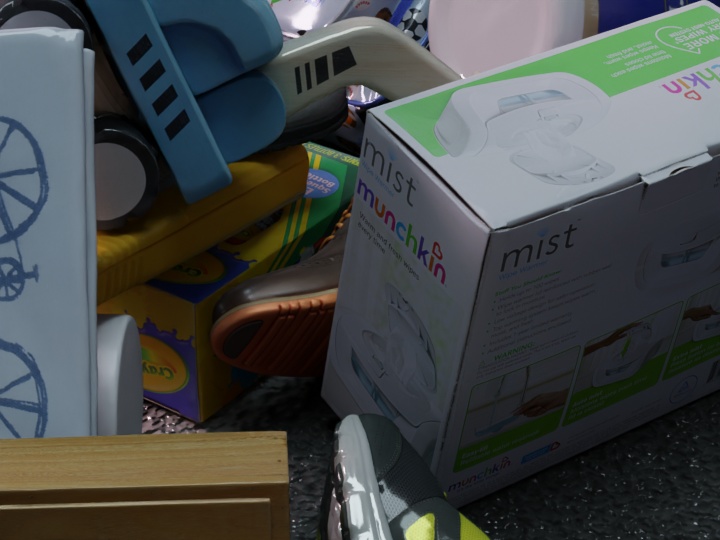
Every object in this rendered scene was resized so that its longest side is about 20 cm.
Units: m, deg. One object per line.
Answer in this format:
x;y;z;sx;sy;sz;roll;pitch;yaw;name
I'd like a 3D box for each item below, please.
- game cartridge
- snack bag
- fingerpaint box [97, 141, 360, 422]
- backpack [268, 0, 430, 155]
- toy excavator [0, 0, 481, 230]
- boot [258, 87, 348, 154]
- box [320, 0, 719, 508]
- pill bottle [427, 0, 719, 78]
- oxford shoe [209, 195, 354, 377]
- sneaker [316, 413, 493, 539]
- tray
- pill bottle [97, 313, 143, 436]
-0.146;-0.043;0.956;0.176;0.033;0.200;15;22;22;game cartridge
-0.205;-0.001;0.818;0.200;0.189;0.021;-2;1;0;snack bag
-0.110;-0.020;1.053;0.200;0.073;0.167;20;37;30;fingerpaint box
0.006;-0.159;1.186;0.200;0.154;0.190;-54;33;-14;backpack
-0.049;-0.089;0.902;0.200;0.195;0.100;-26;26;-1;toy excavator
-0.099;-0.127;0.963;0.200;0.132;0.070;1;22;-11;boot
0.097;-0.006;0.924;0.200;0.177;0.097;-21;49;-29;box
0.145;-0.132;1.102;0.200;0.116;0.116;-2;27;-37;pill bottle
0.000;0.000;0.997;0.200;0.071;0.073;-12;64;-42;oxford shoe
0.035;0.135;0.818;0.084;0.075;0.200;-2;40;-15;sneaker
-0.128;0.116;0.808;0.200;0.099;0.037;-1;33;-2;tray
-0.199;0.060;0.887;0.200;0.113;0.113;1;32;2;pill bottle
